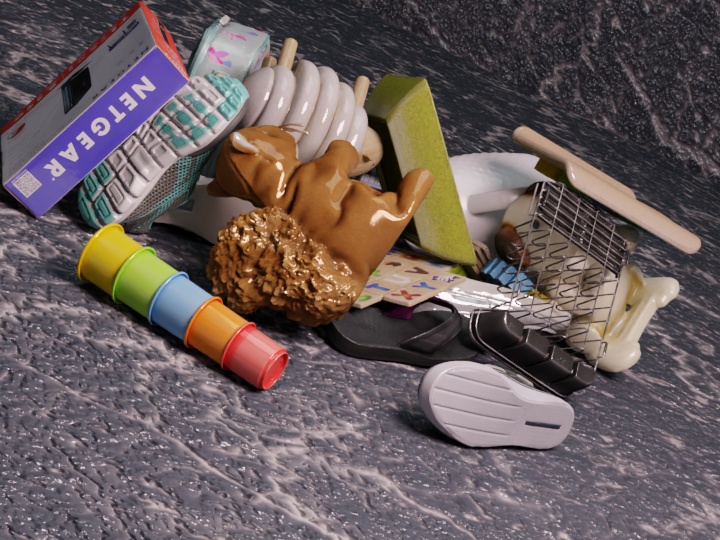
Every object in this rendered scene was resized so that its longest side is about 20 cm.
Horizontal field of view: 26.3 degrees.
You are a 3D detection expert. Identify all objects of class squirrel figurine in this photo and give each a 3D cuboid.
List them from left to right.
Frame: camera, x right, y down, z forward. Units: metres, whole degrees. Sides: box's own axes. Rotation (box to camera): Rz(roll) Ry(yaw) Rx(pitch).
[{"bbox_3d":[-0.065,-0.049,1.449,0.186,0.142,0.200,35,56,-2],"label":"squirrel figurine"}]

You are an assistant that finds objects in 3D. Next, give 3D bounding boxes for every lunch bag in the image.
[{"bbox_3d":[-0.167,-0.182,1.710,0.077,0.201,0.160,22,18,1],"label":"lunch bag"}]

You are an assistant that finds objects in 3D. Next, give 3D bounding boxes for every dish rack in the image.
[{"bbox_3d":[0.203,0.015,1.599,0.153,0.201,0.054,34,-29,-29],"label":"dish rack"}]

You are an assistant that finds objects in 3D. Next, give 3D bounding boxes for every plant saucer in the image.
[{"bbox_3d":[0.053,-0.104,1.645,0.048,0.201,0.200,-18,11,-8],"label":"plant saucer"}]

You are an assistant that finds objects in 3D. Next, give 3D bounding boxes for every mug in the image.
[{"bbox_3d":[0.154,-0.075,1.874,0.175,0.149,0.200,-2,-6,-38],"label":"mug"}]

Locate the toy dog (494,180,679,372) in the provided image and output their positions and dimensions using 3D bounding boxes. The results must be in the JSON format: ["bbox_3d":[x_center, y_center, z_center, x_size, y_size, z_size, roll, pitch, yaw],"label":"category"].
[{"bbox_3d":[0.242,-0.011,1.763,0.200,0.140,0.194,51,-19,-29],"label":"toy dog"}]

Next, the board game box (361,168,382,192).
[{"bbox_3d":[-0.047,-0.153,1.942,0.199,0.062,0.200,16,-9,-3],"label":"board game box"}]

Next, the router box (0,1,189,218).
[{"bbox_3d":[-0.265,-0.162,1.517,0.049,0.200,0.180,46,6,-25],"label":"router box"}]

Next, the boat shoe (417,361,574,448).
[{"bbox_3d":[0.112,0.122,1.417,0.200,0.072,0.071,23,4,-44],"label":"boat shoe"}]

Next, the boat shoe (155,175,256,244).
[{"bbox_3d":[-0.179,-0.072,1.605,0.199,0.072,0.069,7,22,-21],"label":"boat shoe"}]

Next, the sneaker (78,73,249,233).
[{"bbox_3d":[-0.182,-0.110,1.503,0.078,0.200,0.091,55,9,26],"label":"sneaker"}]

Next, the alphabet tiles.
[{"bbox_3d":[0.000,0.000,1.582,0.199,0.006,0.166,15,24,36],"label":"alphabet tiles"}]

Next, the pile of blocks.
[{"bbox_3d":[0.138,0.020,1.742,0.200,0.062,0.082,32,-20,40],"label":"pile of blocks"}]

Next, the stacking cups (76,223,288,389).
[{"bbox_3d":[-0.153,0.038,1.323,0.200,0.061,0.060,35,19,18],"label":"stacking cups"}]

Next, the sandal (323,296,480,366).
[{"bbox_3d":[0.055,0.056,1.523,0.200,0.048,0.075,2,40,-42],"label":"sandal"}]

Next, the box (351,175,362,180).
[{"bbox_3d":[-0.062,-0.118,1.751,0.107,0.149,0.200,25,17,7],"label":"box"}]

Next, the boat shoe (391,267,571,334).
[{"bbox_3d":[0.125,0.048,1.645,0.200,0.072,0.070,14,1,-12],"label":"boat shoe"}]

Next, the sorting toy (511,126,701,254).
[{"bbox_3d":[0.267,-0.086,1.716,0.185,0.037,0.200,28,11,-20],"label":"sorting toy"}]

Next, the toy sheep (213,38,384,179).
[{"bbox_3d":[-0.064,-0.154,1.569,0.199,0.138,0.138,23,16,-18],"label":"toy sheep"}]
